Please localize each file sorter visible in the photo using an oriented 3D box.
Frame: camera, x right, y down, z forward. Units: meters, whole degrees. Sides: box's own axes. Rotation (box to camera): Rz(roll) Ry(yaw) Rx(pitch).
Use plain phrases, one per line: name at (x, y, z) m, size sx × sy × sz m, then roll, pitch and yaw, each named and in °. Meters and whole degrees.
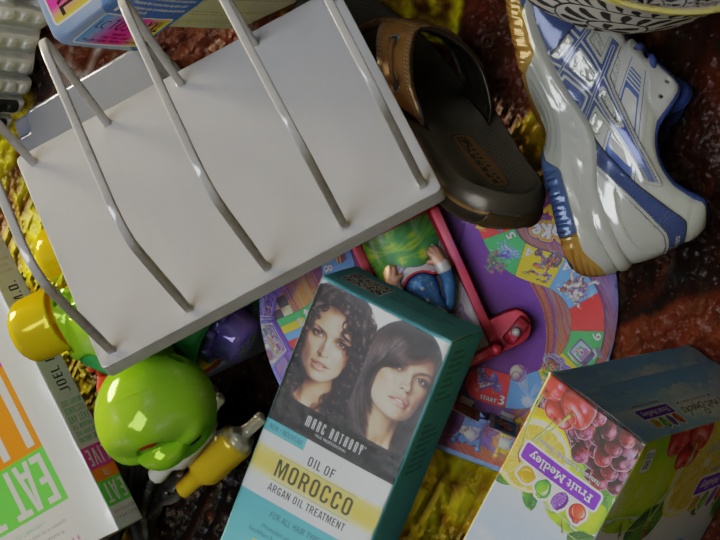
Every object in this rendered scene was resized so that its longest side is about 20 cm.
file sorter at (-0.083, -0.069, 1.064) m, size 0.199 × 0.125 × 0.140 m, roll -27°, pitch 64°, yaw 1°

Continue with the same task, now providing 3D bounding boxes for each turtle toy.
turtle toy at (-0.113, 0.026, 1.174) m, size 0.145 × 0.201 × 0.101 m, roll -22°, pitch 120°, yaw 19°

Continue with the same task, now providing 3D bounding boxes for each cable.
cable at (-0.136, 0.137, 1.277) m, size 0.097 × 0.050 × 0.201 m, roll 28°, pitch 115°, yaw -3°

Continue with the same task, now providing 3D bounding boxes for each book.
book at (-0.227, 0.090, 1.293) m, size 0.133 × 0.048 × 0.201 m, roll -31°, pitch 84°, yaw 34°

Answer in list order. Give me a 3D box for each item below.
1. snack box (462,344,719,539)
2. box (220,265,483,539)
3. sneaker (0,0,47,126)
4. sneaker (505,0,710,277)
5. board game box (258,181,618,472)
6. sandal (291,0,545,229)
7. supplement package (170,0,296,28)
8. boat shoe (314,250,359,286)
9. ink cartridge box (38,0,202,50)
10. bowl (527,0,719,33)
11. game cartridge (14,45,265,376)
snack box at (0.115, 0.144, 1.082) m, size 0.068 × 0.168 × 0.201 m, roll 36°, pitch 112°, yaw 26°
box at (-0.013, 0.107, 1.117) m, size 0.082 × 0.049 × 0.202 m, roll 26°, pitch 105°, yaw 18°
sneaker at (-0.245, -0.153, 1.332) m, size 0.081 × 0.075 × 0.201 m, roll 47°, pitch 114°, yaw 33°
sneaker at (0.130, -0.101, 1.119) m, size 0.087 × 0.075 × 0.202 m, roll -15°, pitch 84°, yaw 8°
board game box at (0.043, 0.016, 1.138) m, size 0.198 × 0.039 × 0.159 m, roll 20°, pitch 94°, yaw 1°
sandal at (0.035, -0.099, 1.138) m, size 0.200 × 0.081 × 0.055 m, roll 53°, pitch 138°, yaw 36°
supplement package at (-0.040, -0.226, 1.166) m, size 0.199 × 0.121 × 0.121 m, roll -20°, pitch 84°, yaw 30°
boat shoe at (0.000, 0.000, 1.197) m, size 0.061 × 0.072 × 0.202 m, roll -13°, pitch 102°, yaw -12°
ink cartridge box at (-0.094, -0.224, 1.086) m, size 0.199 × 0.076 × 0.137 m, roll -31°, pitch 78°, yaw 28°
bowl at (0.123, -0.191, 1.064) m, size 0.202 × 0.200 × 0.094 m, roll 57°, pitch 152°, yaw 13°
game cartridge at (-0.129, -0.027, 1.289) m, size 0.132 × 0.041 × 0.202 m, roll -25°, pitch 82°, yaw 33°
